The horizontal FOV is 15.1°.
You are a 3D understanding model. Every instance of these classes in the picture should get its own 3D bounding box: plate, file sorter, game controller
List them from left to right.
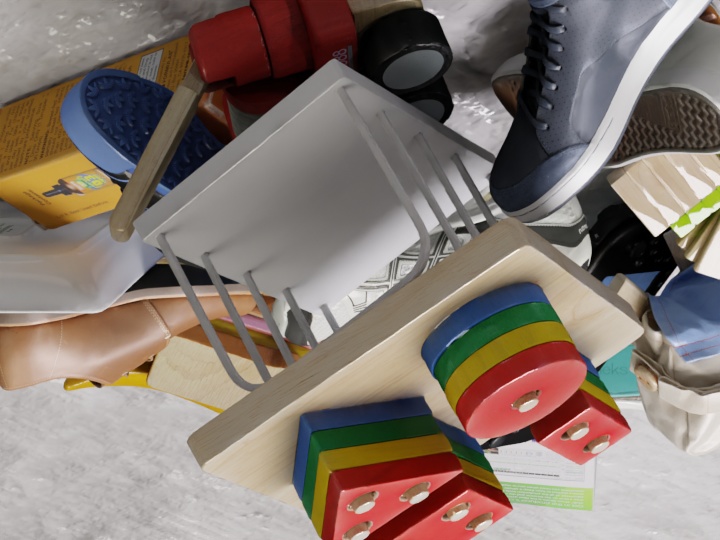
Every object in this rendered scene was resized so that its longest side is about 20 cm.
[{"bbox_3d":[-0.233,-0.013,1.732,0.199,0.033,0.200,1,-165,11],"label":"plate"},{"bbox_3d":[0.006,0.002,1.444,0.139,0.125,0.200,-37,154,15],"label":"file sorter"},{"bbox_3d":[0.138,0.037,1.717,0.104,0.042,0.200,3,131,-44],"label":"game controller"}]

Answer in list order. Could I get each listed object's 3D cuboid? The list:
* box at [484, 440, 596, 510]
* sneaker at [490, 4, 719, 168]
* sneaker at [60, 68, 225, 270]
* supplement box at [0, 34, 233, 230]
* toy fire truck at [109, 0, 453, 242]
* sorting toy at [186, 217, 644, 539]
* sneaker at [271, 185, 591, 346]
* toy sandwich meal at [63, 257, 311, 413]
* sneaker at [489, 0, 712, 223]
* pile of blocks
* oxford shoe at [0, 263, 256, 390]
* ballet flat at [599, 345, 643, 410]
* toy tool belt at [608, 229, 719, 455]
[{"bbox_3d":[0.102,0.116,1.983,0.143,0.037,0.200,5,150,6],"label":"box"},{"bbox_3d":[0.161,-0.108,1.526,0.199,0.085,0.073,8,140,51],"label":"sneaker"},{"bbox_3d":[-0.107,-0.045,1.564,0.078,0.070,0.200,-27,137,35],"label":"sneaker"},{"bbox_3d":[-0.138,-0.085,1.643,0.199,0.069,0.066,-18,142,36],"label":"supplement box"},{"bbox_3d":[-0.052,-0.082,1.485,0.199,0.129,0.176,-16,153,-6],"label":"toy fire truck"},{"bbox_3d":[0.045,0.079,1.397,0.200,0.070,0.199,-35,155,12],"label":"sorting toy"},{"bbox_3d":[0.042,0.007,1.590,0.199,0.088,0.076,-28,172,16],"label":"sneaker"},{"bbox_3d":[-0.126,0.049,1.870,0.204,0.071,0.205,4,154,2],"label":"toy sandwich meal"},{"bbox_3d":[0.088,-0.132,1.419,0.146,0.077,0.203,23,109,-28],"label":"sneaker"},{"bbox_3d":[0.231,-0.039,1.592,0.199,0.062,0.082,21,113,-18],"label":"pile of blocks"},{"bbox_3d":[-0.151,0.036,1.741,0.199,0.072,0.071,-10,-165,-31],"label":"oxford shoe"},{"bbox_3d":[0.212,0.071,1.844,0.199,0.070,0.069,7,153,-18],"label":"ballet flat"},{"bbox_3d":[0.243,0.012,1.653,0.123,0.199,0.125,63,168,-26],"label":"toy tool belt"}]
